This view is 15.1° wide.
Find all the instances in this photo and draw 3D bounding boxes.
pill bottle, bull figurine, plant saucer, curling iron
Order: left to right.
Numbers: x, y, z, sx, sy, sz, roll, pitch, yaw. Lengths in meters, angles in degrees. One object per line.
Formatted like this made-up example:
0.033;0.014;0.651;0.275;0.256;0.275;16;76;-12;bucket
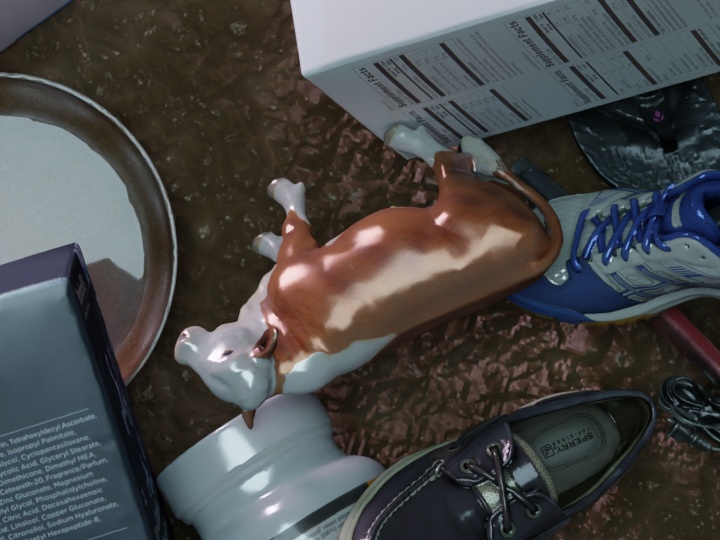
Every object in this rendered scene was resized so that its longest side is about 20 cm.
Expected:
-0.195;-0.005;1.459;0.200;0.032;0.200;0;86;5;plant saucer
-0.013;0.166;1.380;0.116;0.116;0.200;-32;82;2;pill bottle
0.000;0.000;1.355;0.200;0.065;0.121;-20;49;-1;bull figurine
0.138;0.013;1.403;0.050;0.026;0.200;-20;62;-27;curling iron

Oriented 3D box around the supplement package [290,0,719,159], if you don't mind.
0.078;-0.169;1.359;0.200;0.151;0.152;-15;71;18;supplement package

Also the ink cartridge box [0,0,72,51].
-0.245;-0.216;1.443;0.128;0.125;0.200;-35;81;2;ink cartridge box

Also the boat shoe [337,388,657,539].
0.071;0.106;1.351;0.200;0.065;0.072;-25;82;-39;boat shoe

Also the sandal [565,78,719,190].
0.130;-0.122;1.431;0.075;0.048;0.201;-25;81;3;sandal

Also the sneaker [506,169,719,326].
0.156;-0.022;1.353;0.200;0.088;0.075;-2;64;16;sneaker

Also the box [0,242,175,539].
-0.163;0.101;1.361;0.107;0.148;0.200;-18;99;-2;box
